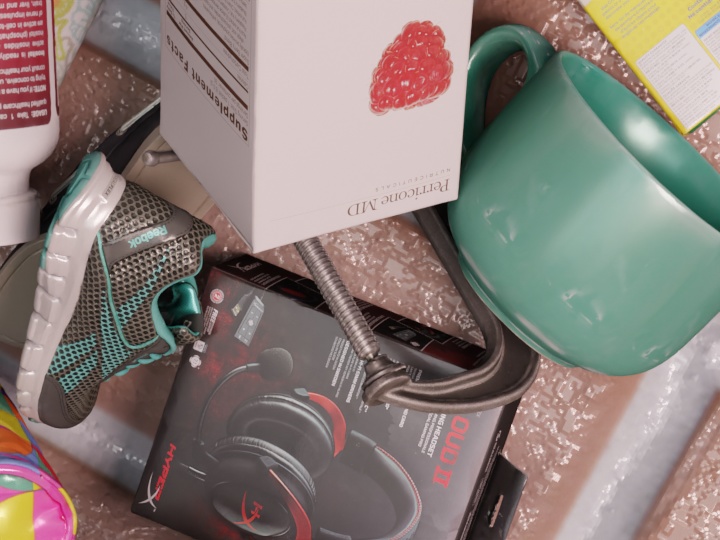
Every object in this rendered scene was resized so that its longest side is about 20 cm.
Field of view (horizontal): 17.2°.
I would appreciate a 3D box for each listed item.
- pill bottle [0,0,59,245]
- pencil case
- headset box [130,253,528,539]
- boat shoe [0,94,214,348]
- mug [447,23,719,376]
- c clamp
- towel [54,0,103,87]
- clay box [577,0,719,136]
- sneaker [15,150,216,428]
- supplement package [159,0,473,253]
[{"bbox_3d":[-0.218,-0.116,1.270,0.112,0.113,0.202,0,99,13],"label":"pill bottle"},{"bbox_3d":[-0.218,0.107,1.297,0.088,0.200,0.089,-6,111,-17],"label":"pencil case"},{"bbox_3d":[-0.006,0.097,1.310,0.199,0.075,0.150,22,100,10],"label":"headset box"},{"bbox_3d":[-0.140,-0.030,1.343,0.072,0.063,0.200,34,120,-26],"label":"boat shoe"},{"bbox_3d":[0.116,-0.028,1.239,0.152,0.185,0.115,34,108,-26],"label":"mug"},{"bbox_3d":[0.000,0.000,1.249,0.201,0.170,0.027,55,139,18],"label":"c clamp"},{"bbox_3d":[-0.227,-0.206,1.342,0.199,0.048,0.172,30,106,8],"label":"towel"},{"bbox_3d":[0.154,-0.185,1.251,0.115,0.048,0.201,-38,86,12],"label":"clay box"},{"bbox_3d":[-0.130,0.028,1.279,0.091,0.078,0.201,21,141,1],"label":"sneaker"},{"bbox_3d":[-0.022,-0.132,1.157,0.120,0.120,0.201,-16,130,-23],"label":"supplement package"}]
